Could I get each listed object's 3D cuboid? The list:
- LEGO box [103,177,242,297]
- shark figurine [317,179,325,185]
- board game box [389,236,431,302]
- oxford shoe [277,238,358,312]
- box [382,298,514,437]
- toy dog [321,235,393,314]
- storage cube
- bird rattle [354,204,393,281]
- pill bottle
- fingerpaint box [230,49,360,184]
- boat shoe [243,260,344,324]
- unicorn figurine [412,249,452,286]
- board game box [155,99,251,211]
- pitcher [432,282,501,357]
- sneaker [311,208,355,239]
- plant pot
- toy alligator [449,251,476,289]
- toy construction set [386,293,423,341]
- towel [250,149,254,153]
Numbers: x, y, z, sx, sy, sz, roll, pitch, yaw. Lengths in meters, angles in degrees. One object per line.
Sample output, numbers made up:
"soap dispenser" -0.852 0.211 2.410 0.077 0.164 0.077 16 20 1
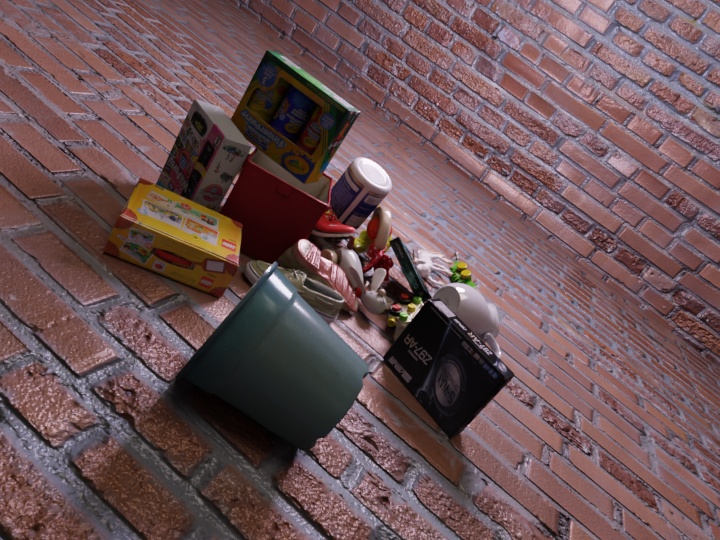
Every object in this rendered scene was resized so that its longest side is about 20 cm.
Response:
"LEGO box" -0.310 -0.057 0.955 0.200 0.077 0.149 25 26 -22
"shark figurine" -0.139 -0.203 1.286 0.128 0.215 0.090 17 54 0
"board game box" 0.122 0.002 1.323 0.136 0.028 0.200 65 8 13
"oxford shoe" -0.081 0.020 1.121 0.200 0.074 0.071 48 31 -26
"box" 0.155 0.175 1.023 0.200 0.160 0.043 48 26 25
"toy dog" 0.000 0.000 1.211 0.200 0.096 0.132 36 21 18
"storage cube" -0.178 -0.134 1.145 0.200 0.180 0.171 29 24 -15
"bird rattle" 0.034 -0.077 1.358 0.112 0.163 0.200 13 17 -5
"pill bottle" -0.023 -0.171 1.371 0.116 0.200 0.116 27 37 -23
"fingerpaint box" -0.131 -0.293 1.075 0.200 0.167 0.073 39 22 7
"boat shoe" -0.123 0.028 1.056 0.200 0.062 0.072 29 24 -12
"unicorn figurine" 0.187 -0.015 1.547 0.137 0.074 0.200 23 10 -3
"board game box" -0.308 -0.201 1.074 0.064 0.200 0.148 7 35 -47
"pitcher" 0.265 0.124 1.336 0.200 0.121 0.172 28 36 -44
"sneaker" -0.086 -0.123 1.296 0.077 0.085 0.200 2 17 -47
"plant pot" -0.107 0.125 0.758 0.196 0.200 0.200 40 23 -6
"toy alligator" 0.289 0.007 1.651 0.054 0.059 0.200 -12 34 -2
"toy construction set" 0.128 0.111 1.192 0.131 0.092 0.200 15 10 17
"towel" -0.223 -0.257 1.495 0.200 0.037 0.149 23 25 -25
